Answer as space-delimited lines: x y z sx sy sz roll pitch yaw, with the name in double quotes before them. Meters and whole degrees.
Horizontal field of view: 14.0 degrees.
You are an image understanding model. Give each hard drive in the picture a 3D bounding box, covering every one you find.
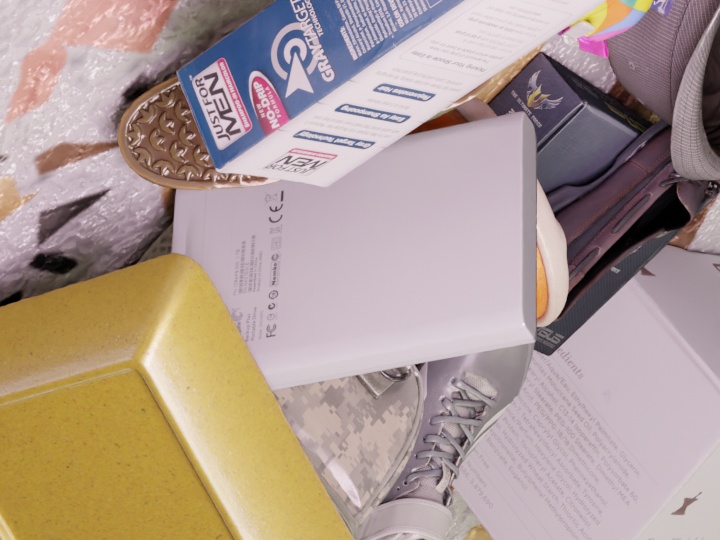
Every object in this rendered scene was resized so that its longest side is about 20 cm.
"hard drive" -0.005 -0.006 1.536 0.200 0.132 0.027 -11 146 20

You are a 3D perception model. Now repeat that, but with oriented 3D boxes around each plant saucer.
"plant saucer" -0.131 0.106 1.536 0.200 0.200 0.048 -17 -158 28

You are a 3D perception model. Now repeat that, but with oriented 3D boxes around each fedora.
"fedora" 0.197 -0.146 1.652 0.177 0.090 0.200 -55 154 -13

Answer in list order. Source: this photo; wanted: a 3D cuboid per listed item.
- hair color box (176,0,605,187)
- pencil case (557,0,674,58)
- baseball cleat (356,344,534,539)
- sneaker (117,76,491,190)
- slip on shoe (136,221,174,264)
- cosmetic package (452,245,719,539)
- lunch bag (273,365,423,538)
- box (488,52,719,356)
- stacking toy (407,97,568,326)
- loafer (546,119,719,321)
"hair color box" 0.020 -0.117 1.408 0.200 0.061 0.100 -33 159 27
"pencil case" 0.079 -0.169 1.527 0.200 0.088 0.088 12 125 -49
"baseball cleat" 0.048 0.113 1.753 0.070 0.106 0.200 29 104 -28
"sneaker" -0.027 -0.087 1.548 0.200 0.067 0.090 -16 -178 0
"slip on shoe" -0.129 0.046 1.631 0.200 0.074 0.061 -44 153 2
"cosmetic package" 0.190 0.108 1.949 0.165 0.165 0.200 5 130 -50
"lunch bag" -0.064 0.117 1.690 0.168 0.139 0.200 -35 177 -34
"box" 0.113 -0.036 1.784 0.158 0.051 0.200 -45 149 12
"stacking toy" 0.000 0.000 1.605 0.200 0.146 0.146 -26 149 -14
"loafer" 0.168 -0.034 1.730 0.200 0.063 0.072 -31 148 -15
